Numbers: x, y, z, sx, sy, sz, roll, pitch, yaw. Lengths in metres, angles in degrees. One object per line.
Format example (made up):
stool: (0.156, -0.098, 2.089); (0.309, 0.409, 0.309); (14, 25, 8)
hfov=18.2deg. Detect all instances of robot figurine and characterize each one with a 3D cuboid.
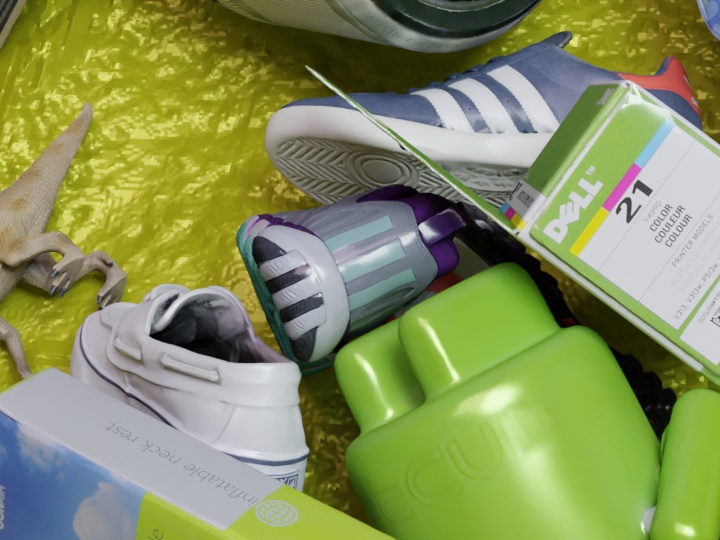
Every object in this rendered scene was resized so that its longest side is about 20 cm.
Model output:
robot figurine: (0.070, 0.102, 0.881); (0.116, 0.175, 0.200); (-25, 85, -45)

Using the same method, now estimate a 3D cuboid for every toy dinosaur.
toy dinosaur: (-0.166, -0.010, 1.069); (0.101, 0.058, 0.200); (24, 66, 27)

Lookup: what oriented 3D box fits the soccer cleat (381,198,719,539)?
soccer cleat: (0.080, 0.056, 0.974); (0.200, 0.068, 0.073); (47, 109, 22)

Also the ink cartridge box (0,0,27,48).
ink cartridge box: (-0.214, -0.241, 1.165); (0.075, 0.165, 0.200); (5, 44, -39)

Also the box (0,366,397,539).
box: (-0.081, 0.124, 0.882); (0.200, 0.122, 0.048); (24, 33, 26)

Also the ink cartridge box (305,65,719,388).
ink cartridge box: (0.080, -0.048, 0.904); (0.200, 0.148, 0.076); (37, 94, -2)

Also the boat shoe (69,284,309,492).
boat shoe: (-0.069, 0.038, 0.964); (0.073, 0.065, 0.200); (2, 14, -29)

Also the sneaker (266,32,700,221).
sneaker: (0.059, -0.070, 1.041); (0.200, 0.075, 0.085); (6, 60, 5)

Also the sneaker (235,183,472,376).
sneaker: (0.000, 0.000, 0.962); (0.087, 0.200, 0.075); (-23, 95, -5)

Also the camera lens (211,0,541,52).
camera lens: (-0.002, -0.190, 1.051); (0.160, 0.160, 0.200); (-46, 32, -17)

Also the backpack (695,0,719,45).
backpack: (0.237, -0.163, 0.977); (0.200, 0.147, 0.183); (-33, 50, 29)
